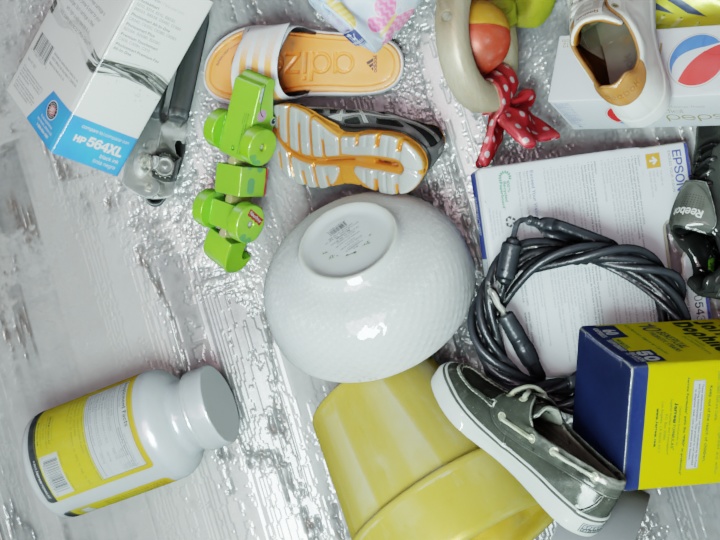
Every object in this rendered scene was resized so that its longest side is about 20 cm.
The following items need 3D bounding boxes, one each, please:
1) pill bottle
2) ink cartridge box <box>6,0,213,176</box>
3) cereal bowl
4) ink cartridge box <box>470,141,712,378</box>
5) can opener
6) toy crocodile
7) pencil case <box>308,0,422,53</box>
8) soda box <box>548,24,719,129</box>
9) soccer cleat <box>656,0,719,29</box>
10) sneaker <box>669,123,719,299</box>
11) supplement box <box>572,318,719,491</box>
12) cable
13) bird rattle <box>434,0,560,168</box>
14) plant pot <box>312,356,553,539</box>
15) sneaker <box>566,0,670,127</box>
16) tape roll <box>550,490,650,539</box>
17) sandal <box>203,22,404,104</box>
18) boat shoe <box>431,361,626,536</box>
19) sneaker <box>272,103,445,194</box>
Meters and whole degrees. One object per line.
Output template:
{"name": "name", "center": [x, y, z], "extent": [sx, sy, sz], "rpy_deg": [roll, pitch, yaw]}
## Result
{"name": "pill bottle", "center": [-0.226, 0.165, 1.274], "extent": [0.199, 0.112, 0.113], "rpy_deg": [-21, 86, 14]}
{"name": "ink cartridge box", "center": [-0.246, -0.218, 1.245], "extent": [0.200, 0.084, 0.146], "rpy_deg": [-57, 43, 14]}
{"name": "cereal bowl", "center": [0.000, 0.000, 1.167], "extent": [0.199, 0.083, 0.201], "rpy_deg": [-12, 48, 13]}
{"name": "ink cartridge box", "center": [0.212, -0.008, 1.176], "extent": [0.199, 0.043, 0.198], "rpy_deg": [-8, 90, -6]}
{"name": "can opener", "center": [-0.195, -0.165, 1.288], "extent": [0.053, 0.067, 0.201], "rpy_deg": [12, 82, -5]}
{"name": "toy crocodile", "center": [-0.115, -0.094, 1.245], "extent": [0.067, 0.062, 0.201], "rpy_deg": [21, 107, 36]}
{"name": "pencil case", "center": [0.038, -0.300, 1.188], "extent": [0.091, 0.083, 0.200], "rpy_deg": [40, 91, -31]}
{"name": "soda box", "center": [0.270, -0.168, 1.118], "extent": [0.199, 0.064, 0.068], "rpy_deg": [2, 73, 32]}
{"name": "soccer cleat", "center": [0.292, -0.228, 1.146], "extent": [0.199, 0.065, 0.084], "rpy_deg": [3, 92, 14]}
{"name": "sneaker", "center": [0.313, -0.066, 1.128], "extent": [0.090, 0.066, 0.201], "rpy_deg": [-7, 91, -28]}
{"name": "supplement box", "center": [0.293, 0.108, 1.083], "extent": [0.199, 0.109, 0.110], "rpy_deg": [-2, 105, -14]}
{"name": "cable", "center": [0.199, 0.049, 1.129], "extent": [0.199, 0.051, 0.164], "rpy_deg": [21, 87, -5]}
{"name": "bird rattle", "center": [0.109, -0.197, 1.156], "extent": [0.112, 0.163, 0.201], "rpy_deg": [6, 85, 35]}
{"name": "plant pot", "center": [0.055, 0.185, 1.167], "extent": [0.201, 0.201, 0.189], "rpy_deg": [-40, 66, 13]}
{"name": "sneaker", "center": [0.209, -0.224, 1.085], "extent": [0.073, 0.085, 0.201], "rpy_deg": [-28, 58, 27]}
{"name": "tape roll", "center": [0.187, 0.276, 1.120], "extent": [0.066, 0.200, 0.201], "rpy_deg": [21, 97, 13]}
{"name": "sandal", "center": [-0.062, -0.206, 1.245], "extent": [0.205, 0.059, 0.080], "rpy_deg": [-1, 91, 15]}
{"name": "boat shoe", "center": [0.141, 0.131, 1.068], "extent": [0.200, 0.071, 0.064], "rpy_deg": [42, 118, 32]}
{"name": "sneaker", "center": [-0.008, -0.122, 1.230], "extent": [0.199, 0.077, 0.079], "rpy_deg": [19, 126, 31]}
